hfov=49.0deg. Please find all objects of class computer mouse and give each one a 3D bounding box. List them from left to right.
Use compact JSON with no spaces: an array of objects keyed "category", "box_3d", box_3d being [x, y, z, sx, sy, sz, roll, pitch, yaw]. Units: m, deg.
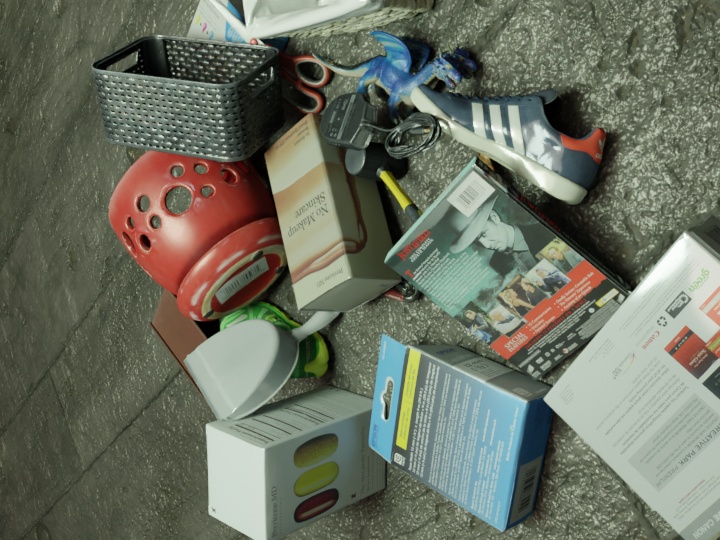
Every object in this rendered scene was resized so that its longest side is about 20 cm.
[{"category":"computer mouse","box_3d":[0.021,-0.145,0.813,0.199,0.034,0.060,26,94,53]}]

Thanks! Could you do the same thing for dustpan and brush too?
[{"category":"dustpan and brush","box_3d":[-0.107,0.094,0.974,0.199,0.058,0.139,-41,42,-7]}]

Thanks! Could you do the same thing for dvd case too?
[{"category":"dvd case","box_3d":[0.139,0.005,0.749,0.199,0.022,0.146,36,128,-8]}]

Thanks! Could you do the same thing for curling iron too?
[{"category":"curling iron","box_3d":[0.000,0.000,0.957,0.198,0.025,0.051,12,92,45]}]

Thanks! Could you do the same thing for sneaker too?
[{"category":"sneaker","box_3d":[-0.129,0.092,1.055,0.198,0.083,0.076,16,107,42]},{"category":"sneaker","box_3d":[0.143,-0.145,0.756,0.198,0.075,0.086,33,102,17]}]

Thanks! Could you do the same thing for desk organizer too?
[{"category":"desk organizer","box_3d":[-0.224,0.110,1.161,0.200,0.071,0.078,45,122,29]}]

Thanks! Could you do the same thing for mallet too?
[{"category":"mallet","box_3d":[0.042,-0.072,0.837,0.042,0.065,0.202,-59,38,30]}]

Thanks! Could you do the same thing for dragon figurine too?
[{"category":"dragon figurine","box_3d":[0.039,-0.225,0.858,0.199,0.058,0.101,40,122,32]}]

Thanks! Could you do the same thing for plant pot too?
[{"category":"plant pot","box_3d":[-0.196,-0.049,1.027,0.183,0.199,0.201,51,128,15]}]

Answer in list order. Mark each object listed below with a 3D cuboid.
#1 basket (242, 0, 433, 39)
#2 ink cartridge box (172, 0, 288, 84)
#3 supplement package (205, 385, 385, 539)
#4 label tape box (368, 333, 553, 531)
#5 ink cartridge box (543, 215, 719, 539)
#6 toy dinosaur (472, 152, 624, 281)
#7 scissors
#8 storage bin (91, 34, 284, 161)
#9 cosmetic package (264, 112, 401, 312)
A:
[{"category":"basket","box_3d":[-0.025,-0.332,0.860,0.198,0.122,0.139,3,99,44]},{"category":"ink cartridge box","box_3d":[-0.187,-0.266,1.065,0.116,0.067,0.202,50,127,25]},{"category":"supplement package","box_3d":[-0.073,0.223,0.941,0.108,0.198,0.116,8,103,42]},{"category":"label tape box","box_3d":[0.103,0.163,0.856,0.198,0.065,0.146,22,111,43]},{"category":"ink cartridge box","box_3d":[0.282,0.093,0.651,0.176,0.083,0.202,46,126,21]},{"category":"toy dinosaur","box_3d":[0.150,-0.031,0.781,0.107,0.060,0.202,-50,63,35]},{"category":"scissors","box_3d":[-0.124,-0.266,0.970,0.198,0.014,0.074,31,123,-2]},{"category":"storage bin","box_3d":[-0.202,-0.210,0.949,0.196,0.136,0.095,12,125,18]},{"category":"cosmetic package","box_3d":[-0.035,-0.064,0.915,0.103,0.086,0.204,-32,66,40]}]
